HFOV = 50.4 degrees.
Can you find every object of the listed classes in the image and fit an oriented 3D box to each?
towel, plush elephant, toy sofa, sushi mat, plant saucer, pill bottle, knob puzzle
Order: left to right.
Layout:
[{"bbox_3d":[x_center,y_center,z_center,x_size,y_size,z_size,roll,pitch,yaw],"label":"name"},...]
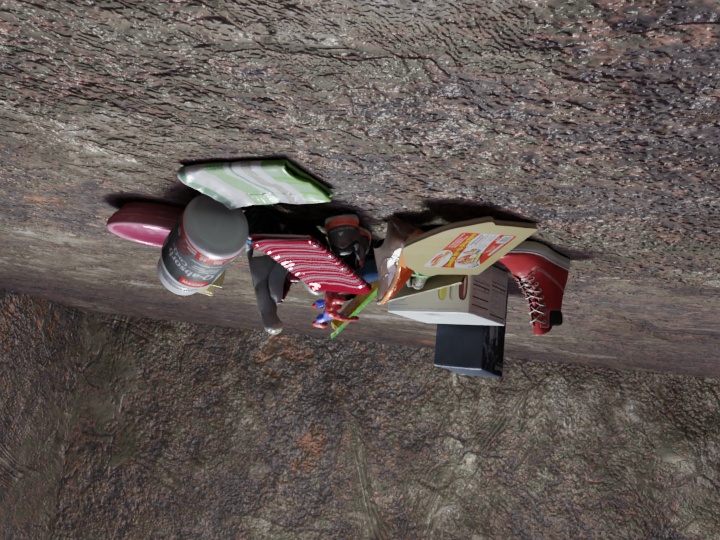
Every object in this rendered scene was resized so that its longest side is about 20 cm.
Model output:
[{"bbox_3d":[-0.380,-0.086,1.459,0.195,0.052,0.201,6,170,1],"label":"plant saucer"},{"bbox_3d":[-0.278,-0.038,1.321,0.113,0.119,0.200,12,151,-26],"label":"pill bottle"},{"bbox_3d":[-0.379,0.001,1.830,0.095,0.085,0.200,15,168,-14],"label":"toy sofa"},{"bbox_3d":[-0.157,-0.126,1.143,0.195,0.032,0.148,2,169,29],"label":"towel"},{"bbox_3d":[-0.140,0.003,1.519,0.151,0.206,0.165,-14,-173,-9],"label":"plush elephant"},{"bbox_3d":[-0.083,-0.009,1.316,0.142,0.023,0.199,3,156,35],"label":"towel"},{"bbox_3d":[0.000,0.000,1.501,0.109,0.050,0.198,-1,-176,31],"label":"towel"},{"bbox_3d":[0.125,0.018,1.477,0.196,0.096,0.012,-16,116,34],"label":"sushi mat"},{"bbox_3d":[0.152,-0.044,1.221,0.213,0.031,0.221,-9,158,-3],"label":"knob puzzle"}]

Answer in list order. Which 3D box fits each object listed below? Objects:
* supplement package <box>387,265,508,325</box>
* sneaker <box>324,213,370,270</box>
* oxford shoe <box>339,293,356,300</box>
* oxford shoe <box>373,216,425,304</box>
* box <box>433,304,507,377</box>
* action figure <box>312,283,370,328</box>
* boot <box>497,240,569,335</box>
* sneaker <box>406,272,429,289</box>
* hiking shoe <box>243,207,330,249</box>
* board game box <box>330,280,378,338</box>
[{"bbox_3d":[0.180,0.044,1.575,0.196,0.114,0.154,-2,167,38],"label":"supplement package"},{"bbox_3d":[-0.023,-0.035,1.345,0.075,0.084,0.200,-10,166,9],"label":"sneaker"},{"bbox_3d":[-0.037,0.031,1.627,0.072,0.086,0.199,35,-171,23],"label":"oxford shoe"},{"bbox_3d":[0.056,-0.018,1.323,0.072,0.071,0.202,38,141,14],"label":"oxford shoe"},{"bbox_3d":[0.254,0.130,1.733,0.115,0.206,0.196,2,169,25],"label":"box"},{"bbox_3d":[-0.037,0.072,1.523,0.096,0.067,0.200,-1,169,-11],"label":"action figure"},{"bbox_3d":[0.298,0.033,1.340,0.197,0.148,0.071,18,167,-41],"label":"boot"},{"bbox_3d":[0.119,-0.012,1.381,0.075,0.091,0.200,8,169,-4],"label":"sneaker"},{"bbox_3d":[-0.142,-0.063,1.385,0.197,0.076,0.086,27,168,-33],"label":"hiking shoe"},{"bbox_3d":[0.001,0.067,1.668,0.030,0.200,0.096,42,172,7],"label":"board game box"}]
